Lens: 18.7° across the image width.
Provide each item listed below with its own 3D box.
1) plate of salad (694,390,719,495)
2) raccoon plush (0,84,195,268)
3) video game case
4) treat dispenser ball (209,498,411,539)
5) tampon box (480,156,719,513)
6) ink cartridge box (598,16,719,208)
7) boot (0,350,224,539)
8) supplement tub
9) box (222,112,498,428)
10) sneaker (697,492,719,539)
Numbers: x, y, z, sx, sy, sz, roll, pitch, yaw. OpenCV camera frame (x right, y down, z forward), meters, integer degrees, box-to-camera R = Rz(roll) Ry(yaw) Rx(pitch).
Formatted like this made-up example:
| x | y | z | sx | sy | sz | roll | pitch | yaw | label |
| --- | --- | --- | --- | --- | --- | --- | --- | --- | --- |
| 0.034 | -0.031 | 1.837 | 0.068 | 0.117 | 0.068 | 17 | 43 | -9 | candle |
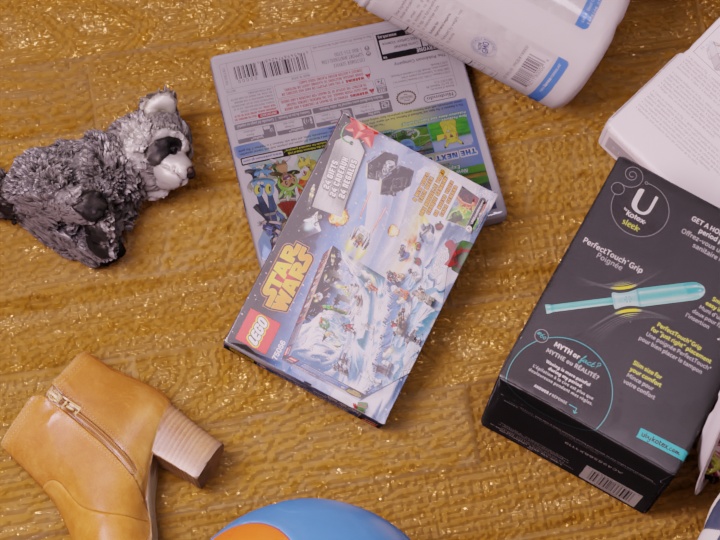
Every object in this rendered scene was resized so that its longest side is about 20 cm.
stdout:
| x | y | z | sx | sy | sz | roll | pitch | yaw | label |
| --- | --- | --- | --- | --- | --- | --- | --- | --- | --- |
| 0.296 | 0.077 | 1.584 | 0.048 | 0.200 | 0.201 | 26 | 72 | 12 | plate of salad |
| -0.223 | -0.096 | 1.672 | 0.199 | 0.097 | 0.134 | 26 | 64 | 5 | raccoon plush |
| -0.003 | -0.104 | 1.721 | 0.199 | 0.022 | 0.183 | -12 | 73 | -8 | video game case |
| -0.035 | 0.258 | 1.503 | 0.200 | 0.201 | 0.202 | 1 | 71 | -3 | treat dispenser ball |
| 0.203 | 0.049 | 1.627 | 0.149 | 0.126 | 0.201 | 29 | 71 | 6 | tampon box |
| 0.320 | -0.098 | 1.727 | 0.176 | 0.045 | 0.200 | -43 | 79 | -15 | ink cartridge box |
| -0.207 | 0.168 | 1.600 | 0.144 | 0.071 | 0.202 | 28 | 69 | 12 | boot |
| 0.099 | -0.225 | 1.694 | 0.199 | 0.132 | 0.132 | 28 | 72 | -6 | supplement tub |
| 0.000 | 0.000 | 1.658 | 0.136 | 0.040 | 0.201 | 28 | 79 | -2 | box |
| 0.258 | 0.225 | 1.543 | 0.075 | 0.085 | 0.201 | 30 | 111 | 8 | sneaker |
